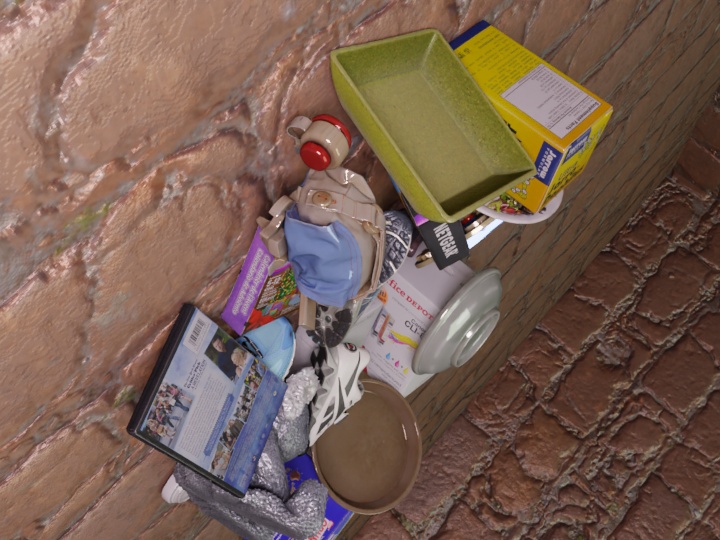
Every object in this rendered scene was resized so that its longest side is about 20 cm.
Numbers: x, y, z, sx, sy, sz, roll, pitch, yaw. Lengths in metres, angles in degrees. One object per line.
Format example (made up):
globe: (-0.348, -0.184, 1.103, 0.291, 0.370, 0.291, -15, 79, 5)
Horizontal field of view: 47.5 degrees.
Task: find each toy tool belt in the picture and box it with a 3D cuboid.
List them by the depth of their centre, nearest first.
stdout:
toy tool belt: (-0.042, -0.038, 0.808, 0.124, 0.123, 0.202, -57, 153, -31)

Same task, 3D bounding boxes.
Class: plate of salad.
plate of salad: (0.179, -0.146, 1.053, 0.199, 0.200, 0.048, -34, 164, -39)

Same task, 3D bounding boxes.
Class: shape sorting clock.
shape sorting clock: (0.156, -0.065, 1.141, 0.199, 0.039, 0.200, -40, -178, 2)

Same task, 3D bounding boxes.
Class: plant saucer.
plant saucer: (0.070, -0.146, 0.845, 0.199, 0.201, 0.048, -29, 171, -47)
plant saucer: (0.158, 0.088, 1.225, 0.200, 0.050, 0.201, -43, 159, -21)
plant saucer: (0.007, 0.268, 1.253, 0.199, 0.202, 0.029, -38, -173, -33)

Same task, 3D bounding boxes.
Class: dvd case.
dvd case: (-0.159, 0.148, 0.893, 0.200, 0.017, 0.144, 50, 53, -47)

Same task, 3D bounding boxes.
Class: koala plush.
koala plush: (-0.127, 0.220, 1.058, 0.176, 0.183, 0.202, -25, -145, 50)

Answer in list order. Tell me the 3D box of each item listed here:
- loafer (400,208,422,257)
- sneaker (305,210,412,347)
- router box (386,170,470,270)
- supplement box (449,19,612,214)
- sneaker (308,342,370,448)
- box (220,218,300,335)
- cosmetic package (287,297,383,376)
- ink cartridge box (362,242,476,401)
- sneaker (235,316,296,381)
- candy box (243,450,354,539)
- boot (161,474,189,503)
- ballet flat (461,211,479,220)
loafer: (0.104, -0.068, 1.237, 0.199, 0.063, 0.072, -30, 154, -47)
sneaker: (0.000, 0.000, 1.015, 0.201, 0.077, 0.086, -53, 174, 26)
router box: (0.069, -0.097, 0.965, 0.050, 0.151, 0.200, -27, 162, 5)
supplement box: (0.179, -0.186, 0.983, 0.108, 0.199, 0.110, -38, 157, -30)
sneaker: (-0.040, 0.184, 1.143, 0.087, 0.075, 0.202, 4, 129, -27)
box: (-0.069, -0.011, 0.980, 0.199, 0.039, 0.138, -24, 147, -53)
cosmetic package: (-0.052, 0.116, 1.205, 0.101, 0.074, 0.202, -27, 151, -51)
ink cartridge box: (0.084, 0.072, 1.324, 0.144, 0.145, 0.202, -26, 149, -48)
sneaker: (-0.154, 0.125, 0.979, 0.200, 0.078, 0.090, -44, 157, -21)
candy box: (-0.119, 0.363, 1.303, 0.170, 0.199, 0.077, -51, 161, 4)
boot: (-0.182, 0.282, 1.172, 0.199, 0.095, 0.074, -39, 158, -32)
ballet flat: (0.143, -0.037, 1.413, 0.065, 0.070, 0.201, 34, 92, -44)
